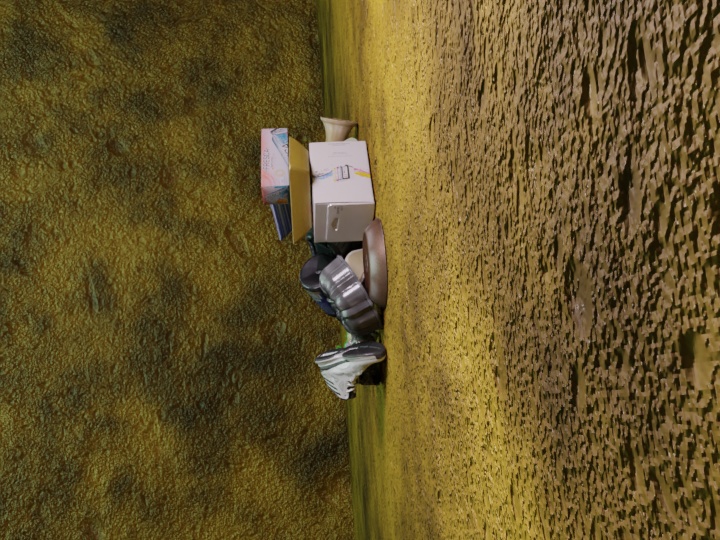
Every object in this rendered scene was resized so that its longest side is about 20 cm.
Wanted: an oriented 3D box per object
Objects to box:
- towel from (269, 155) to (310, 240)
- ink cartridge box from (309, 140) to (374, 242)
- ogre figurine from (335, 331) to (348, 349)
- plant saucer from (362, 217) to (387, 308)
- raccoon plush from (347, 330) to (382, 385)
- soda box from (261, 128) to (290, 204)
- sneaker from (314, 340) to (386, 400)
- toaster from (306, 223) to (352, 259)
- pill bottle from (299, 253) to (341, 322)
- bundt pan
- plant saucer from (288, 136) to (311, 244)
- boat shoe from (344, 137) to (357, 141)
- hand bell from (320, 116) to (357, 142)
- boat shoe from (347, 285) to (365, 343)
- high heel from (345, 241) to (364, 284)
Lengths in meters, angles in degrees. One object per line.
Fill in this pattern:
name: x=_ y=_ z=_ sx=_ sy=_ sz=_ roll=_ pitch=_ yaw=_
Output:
towel: x=-0.169 y=-0.194 z=1.758 sx=0.200 sy=0.024 sz=0.146 roll=-51 pitch=-36 yaw=-36
ink cartridge box: x=-0.049 y=-0.189 z=1.626 sx=0.148 sy=0.143 sz=0.202 roll=95 pitch=170 yaw=-54
ogre figurine: x=-0.017 y=0.210 z=1.904 sx=0.201 sy=0.097 sz=0.121 roll=114 pitch=172 yaw=-50
plant saucer: x=0.029 y=-0.015 z=1.493 sx=0.200 sy=0.036 sz=0.203 roll=177 pitch=90 yaw=-84
raccoon plush: x=0.004 y=0.212 z=1.683 sx=0.200 sy=0.095 sz=0.136 roll=134 pitch=140 yaw=-84
soda box: x=-0.203 y=-0.251 z=1.610 sx=0.064 sy=0.067 sz=0.202 roll=94 pitch=172 yaw=-53
sneaker: x=-0.007 y=0.235 z=1.562 sx=0.075 sy=0.199 sz=0.117 roll=-33 pitch=-76 yaw=-50
toaster: x=-0.066 y=-0.093 z=1.781 sx=0.130 sy=0.113 sz=0.200 roll=-59 pitch=-18 yaw=-18
pill bottle: x=-0.070 y=0.054 z=1.774 sx=0.200 sy=0.111 sz=0.113 roll=54 pitch=-158 yaw=-47
bundt pan: x=-0.031 y=0.070 z=1.564 sx=0.203 sy=0.075 sz=0.202 roll=57 pitch=171 yaw=14
plant saucer: x=-0.143 y=-0.195 z=1.610 sx=0.201 sy=0.048 sz=0.202 roll=-98 pitch=7 yaw=-59
boat shoe: x=-0.056 y=-0.260 z=1.812 sx=0.073 sy=0.063 sz=0.203 roll=30 pitch=95 yaw=37
hand bell: x=-0.073 y=-0.315 z=1.856 sx=0.104 sy=0.103 sz=0.203 roll=-111 pitch=29 yaw=-74
boat shoe: x=0.007 y=0.113 z=1.744 sx=0.064 sy=0.071 sz=0.202 roll=21 pitch=119 yaw=45
high heel: x=0.000 y=0.000 z=1.692 sx=0.144 sy=0.070 sz=0.201 roll=84 pitch=-178 yaw=-47
